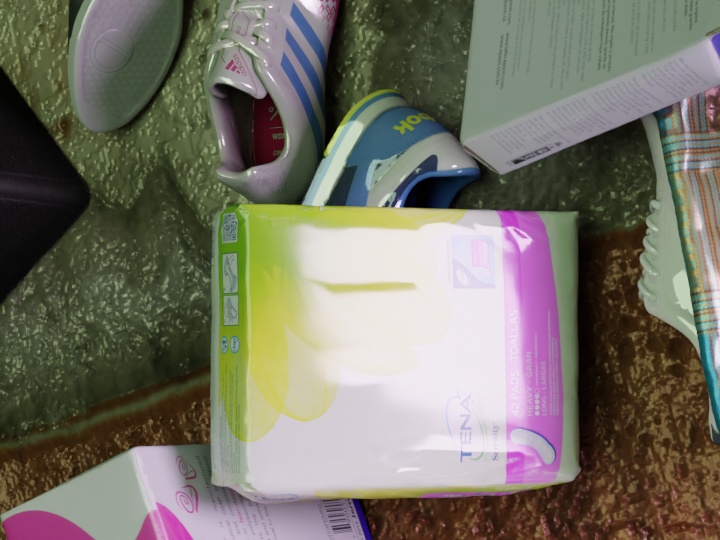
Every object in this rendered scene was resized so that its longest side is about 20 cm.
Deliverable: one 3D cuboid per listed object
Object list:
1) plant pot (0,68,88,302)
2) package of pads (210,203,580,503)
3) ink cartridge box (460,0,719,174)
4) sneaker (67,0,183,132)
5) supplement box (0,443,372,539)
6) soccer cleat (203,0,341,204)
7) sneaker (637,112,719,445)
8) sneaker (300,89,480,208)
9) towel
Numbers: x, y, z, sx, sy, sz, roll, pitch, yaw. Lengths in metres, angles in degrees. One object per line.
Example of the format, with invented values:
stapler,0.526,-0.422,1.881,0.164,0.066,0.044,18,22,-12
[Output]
plant pot,-0.333,-0.058,1.268,0.200,0.177,0.200,-45,67,18
package of pads,0.019,0.045,1.054,0.068,0.200,0.155,172,99,-70
ink cartridge box,0.144,-0.167,1.016,0.200,0.041,0.200,-22,48,40
sneaker,-0.161,-0.192,1.248,0.099,0.071,0.200,34,120,51
supplement box,-0.087,0.158,1.097,0.103,0.200,0.101,-26,74,25
soccer cleat,-0.055,-0.137,1.165,0.070,0.086,0.200,-6,83,29
sneaker,0.174,-0.006,1.028,0.071,0.073,0.200,-23,76,10
sneaker,0.000,0.000,1.133,0.082,0.074,0.200,29,102,26
towel,0.231,-0.005,0.983,0.146,0.022,0.200,-8,81,-11
